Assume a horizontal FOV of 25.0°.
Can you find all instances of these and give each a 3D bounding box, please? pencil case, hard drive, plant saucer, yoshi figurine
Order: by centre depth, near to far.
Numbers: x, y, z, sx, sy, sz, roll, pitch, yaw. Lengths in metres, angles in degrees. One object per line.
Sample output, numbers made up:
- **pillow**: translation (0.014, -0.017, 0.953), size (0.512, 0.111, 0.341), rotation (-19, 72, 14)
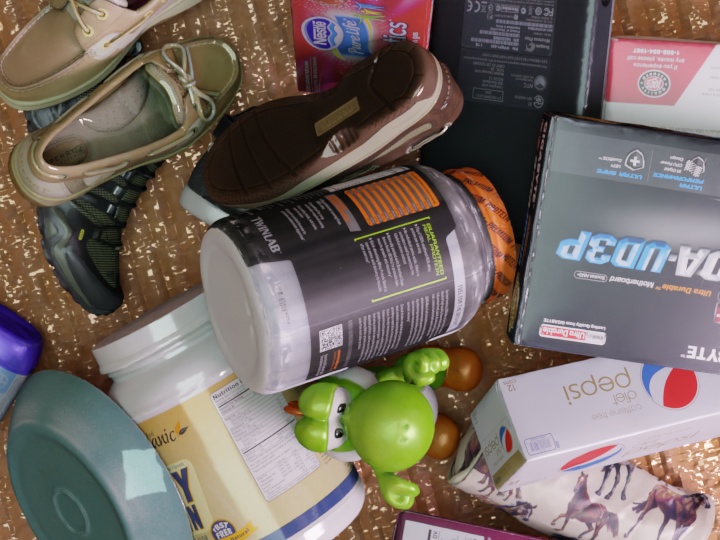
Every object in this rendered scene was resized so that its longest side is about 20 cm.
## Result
- **yoshi figurine**: translation (0.031, 0.105, 1.153), size (0.111, 0.199, 0.113), rotation (-31, 77, 26)
- **hard drive**: translation (0.109, -0.123, 1.170), size (0.138, 0.033, 0.203), rotation (13, 102, 36)
- **plant saucer**: translation (-0.203, 0.171, 1.201), size (0.199, 0.036, 0.202), rotation (26, 131, 33)
- **pencil case**: translation (0.168, 0.163, 1.221), size (0.198, 0.078, 0.090), rotation (27, 63, -3)

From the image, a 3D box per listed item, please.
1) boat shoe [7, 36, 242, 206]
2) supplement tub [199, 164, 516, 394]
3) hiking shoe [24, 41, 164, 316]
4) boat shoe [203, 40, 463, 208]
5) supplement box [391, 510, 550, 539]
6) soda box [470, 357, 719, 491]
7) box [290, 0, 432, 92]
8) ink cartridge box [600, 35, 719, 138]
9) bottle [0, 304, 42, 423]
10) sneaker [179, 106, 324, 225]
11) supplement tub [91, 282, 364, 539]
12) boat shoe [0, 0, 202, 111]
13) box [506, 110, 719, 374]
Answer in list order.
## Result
- **boat shoe**: translation (-0.158, -0.112, 1.155), size (0.200, 0.063, 0.074), rotation (-31, 94, -30)
- **supplement tub**: translation (0.000, 0.000, 1.113), size (0.198, 0.122, 0.124), rotation (-16, 99, -23)
- **hiking shoe**: translation (-0.188, -0.068, 1.209), size (0.099, 0.076, 0.203), rotation (-8, 97, 8)
- **boat shoe**: translation (-0.016, -0.087, 1.134), size (0.201, 0.075, 0.076), rotation (-20, 64, 31)
- **supplement box**: translation (0.110, 0.267, 1.201), size (0.197, 0.131, 0.104), rotation (11, 57, 2)
- **soda box**: translation (0.184, 0.100, 1.171), size (0.198, 0.068, 0.064), rotation (-10, 67, -20)
- **box**: translation (0.004, -0.202, 1.106), size (0.094, 0.200, 0.101), rotation (7, 72, 2)
- **ink cartridge box**: translation (0.240, -0.065, 1.181), size (0.146, 0.086, 0.203), rotation (5, 100, 2)
- **bottle**: translation (-0.325, 0.117, 1.250), size (0.083, 0.065, 0.201), rotation (33, 99, -3)
- **sneaker**: translation (-0.027, -0.052, 1.203), size (0.198, 0.073, 0.113), rotation (28, 100, 0)
- **supplement tub**: translation (-0.099, 0.116, 1.197), size (0.143, 0.144, 0.202), rotation (-27, 96, 7)
- **boat shoe**: translation (-0.185, -0.195, 1.168), size (0.199, 0.067, 0.074), rotation (-40, 72, -11)
- **box**: translation (0.210, -0.016, 1.116), size (0.197, 0.046, 0.161), rotation (9, 99, -5)
